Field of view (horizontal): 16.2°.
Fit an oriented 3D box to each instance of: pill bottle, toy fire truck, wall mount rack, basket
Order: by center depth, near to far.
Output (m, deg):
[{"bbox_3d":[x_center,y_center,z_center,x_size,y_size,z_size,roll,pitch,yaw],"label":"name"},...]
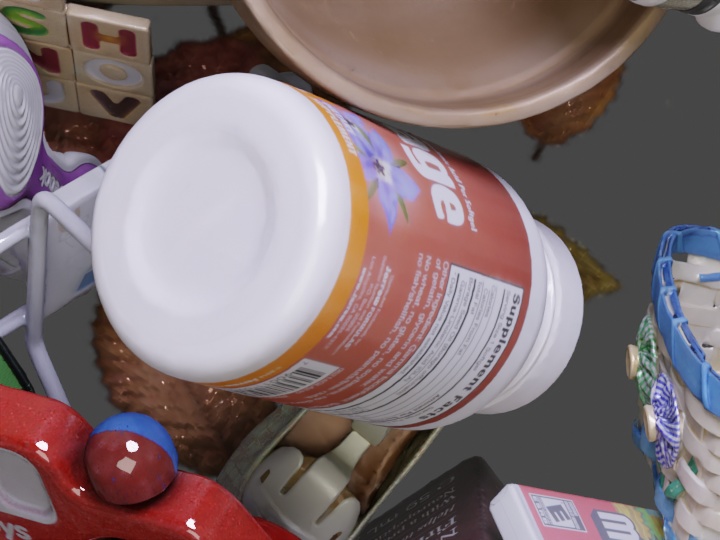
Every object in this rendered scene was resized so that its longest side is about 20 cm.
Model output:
[{"bbox_3d":[-0.103,0.110,0.959,0.200,0.112,0.168,13,142,29],"label":"toy fire truck"},{"bbox_3d":[0.000,0.000,0.965,0.112,0.200,0.112,-8,75,33],"label":"pill bottle"},{"bbox_3d":[0.190,0.028,1.040,0.139,0.176,0.200,18,112,-12],"label":"basket"},{"bbox_3d":[-0.077,0.010,1.056,0.075,0.200,0.174,42,147,24],"label":"wall mount rack"}]

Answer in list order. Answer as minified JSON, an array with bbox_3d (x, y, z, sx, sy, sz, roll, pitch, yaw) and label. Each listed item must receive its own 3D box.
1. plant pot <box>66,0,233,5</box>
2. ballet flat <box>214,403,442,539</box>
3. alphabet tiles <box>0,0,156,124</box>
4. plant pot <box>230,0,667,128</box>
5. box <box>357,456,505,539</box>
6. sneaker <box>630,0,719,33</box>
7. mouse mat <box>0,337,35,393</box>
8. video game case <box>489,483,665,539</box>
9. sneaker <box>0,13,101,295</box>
[{"bbox_3d":[-0.138,-0.183,1.009,0.200,0.187,0.187,-8,104,18],"label":"plant pot"},{"bbox_3d":[-0.006,0.072,1.091,0.067,0.062,0.200,39,87,0],"label":"ballet flat"},{"bbox_3d":[-0.181,-0.098,1.032,0.200,0.167,0.008,12,70,1],"label":"alphabet tiles"},{"bbox_3d":[0.024,-0.156,0.952,0.201,0.093,0.201,-3,99,-21],"label":"plant pot"},{"bbox_3d":[0.034,0.211,1.075,0.166,0.200,0.164,-35,100,8],"label":"box"},{"bbox_3d":[0.115,-0.192,0.890,0.115,0.076,0.201,13,93,-28],"label":"sneaker"},{"bbox_3d":[-0.244,0.019,1.008,0.200,0.008,0.161,-15,123,24],"label":"mouse mat"},{"bbox_3d":[0.153,0.160,1.046,0.200,0.143,0.017,14,129,-40],"label":"video game case"},{"bbox_3d":[-0.170,-0.046,1.035,0.100,0.200,0.075,7,64,17],"label":"sneaker"}]
